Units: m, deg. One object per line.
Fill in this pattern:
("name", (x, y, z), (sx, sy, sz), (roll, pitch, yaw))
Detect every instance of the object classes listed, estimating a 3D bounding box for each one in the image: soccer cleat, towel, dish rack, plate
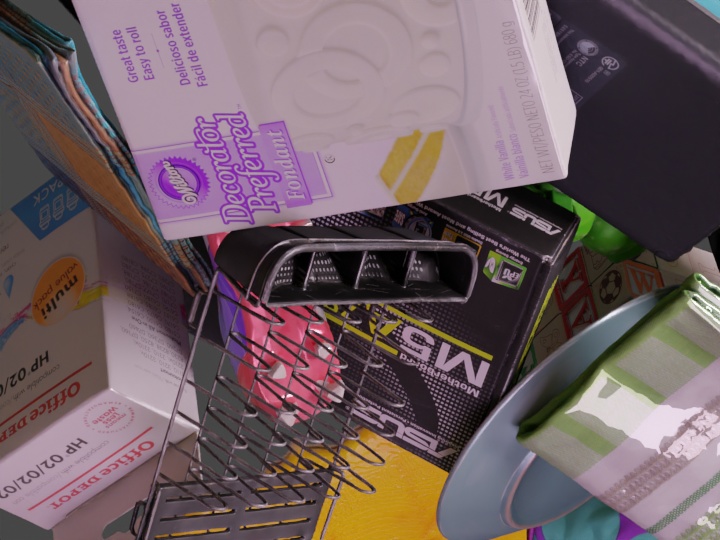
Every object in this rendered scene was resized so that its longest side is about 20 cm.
("soccer cleat", (-0.055, -0.013, 1.342), (0.066, 0.076, 0.201), (-25, 122, -21))
("towel", (0.200, 0.102, 1.368), (0.199, 0.031, 0.149), (34, 123, -17))
("dish rack", (-0.033, 0.069, 1.292), (0.153, 0.054, 0.201), (0, 114, -48))
("plate", (0.126, 0.088, 1.460), (0.200, 0.026, 0.201), (-33, 155, -18))
("towel", (-0.148, -0.079, 1.274), (0.022, 0.147, 0.200), (-42, 143, -10))

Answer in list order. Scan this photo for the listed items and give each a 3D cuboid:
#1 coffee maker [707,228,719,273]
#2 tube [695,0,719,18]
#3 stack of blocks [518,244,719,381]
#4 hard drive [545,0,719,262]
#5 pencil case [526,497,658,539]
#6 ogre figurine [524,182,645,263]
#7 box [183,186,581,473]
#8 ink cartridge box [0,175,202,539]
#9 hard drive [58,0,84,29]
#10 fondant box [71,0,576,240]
("coffee maker", (0.294, 0.016, 1.419), (0.191, 0.135, 0.201), (-24, 126, -14))
("tube", (0.159, -0.115, 1.257), (0.199, 0.077, 0.051), (29, 90, -1))
("stack of blocks", (0.196, 0.050, 1.572), (0.199, 0.059, 0.115), (18, 134, -31))
("hard drive", (0.109, -0.092, 1.249), (0.199, 0.033, 0.140), (34, 144, -11))
("pencil case", (0.204, 0.170, 1.665), (0.198, 0.085, 0.093), (4, 111, 12))
("ogre figurine", (0.103, -0.067, 1.375), (0.199, 0.098, 0.120), (1, 131, -32))
("box", (0.000, 0.000, 1.394), (0.199, 0.048, 0.194), (28, 137, 8))
("ink cartridge box", (-0.151, 0.053, 1.378), (0.115, 0.201, 0.068), (-34, 136, 28))
("hard drive", (-0.058, -0.167, 1.250), (0.199, 0.043, 0.135), (-22, 141, 15))
("fondant box", (-0.015, -0.099, 1.191), (0.199, 0.058, 0.145), (-8, 124, 17))
